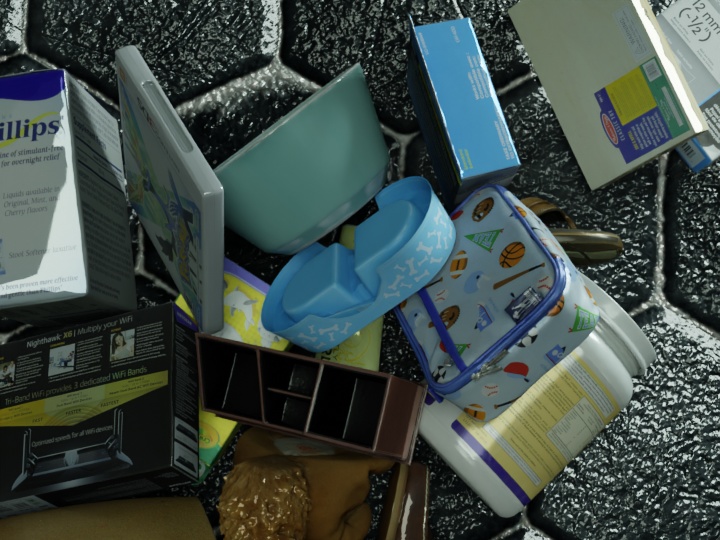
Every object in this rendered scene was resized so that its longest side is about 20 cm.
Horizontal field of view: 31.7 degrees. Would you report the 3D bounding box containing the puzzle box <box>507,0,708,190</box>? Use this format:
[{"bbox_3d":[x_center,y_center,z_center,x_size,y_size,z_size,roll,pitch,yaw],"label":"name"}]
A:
[{"bbox_3d":[0.229,-0.190,1.193,0.025,0.133,0.200,-18,82,-42],"label":"puzzle box"}]

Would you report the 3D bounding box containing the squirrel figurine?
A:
[{"bbox_3d":[-0.063,0.249,1.106,0.141,0.200,0.187,8,98,18],"label":"squirrel figurine"}]

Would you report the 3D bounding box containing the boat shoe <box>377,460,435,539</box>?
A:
[{"bbox_3d":[0.044,0.274,1.166,0.070,0.070,0.200,10,90,-2],"label":"boat shoe"}]

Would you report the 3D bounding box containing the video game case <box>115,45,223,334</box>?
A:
[{"bbox_3d":[-0.168,-0.067,1.120,0.022,0.200,0.182,-21,58,-20],"label":"video game case"}]

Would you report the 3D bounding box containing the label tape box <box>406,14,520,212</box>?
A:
[{"bbox_3d":[0.091,-0.144,1.146,0.063,0.200,0.144,-18,83,-1],"label":"label tape box"}]

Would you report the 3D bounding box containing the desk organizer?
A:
[{"bbox_3d":[-0.052,0.109,1.099,0.200,0.077,0.072,10,82,26],"label":"desk organizer"}]

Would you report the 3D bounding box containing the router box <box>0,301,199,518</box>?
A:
[{"bbox_3d":[-0.244,0.128,1.141,0.200,0.052,0.158,-13,60,18],"label":"router box"}]

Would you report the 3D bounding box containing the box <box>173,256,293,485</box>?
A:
[{"bbox_3d":[-0.148,0.093,1.201,0.117,0.048,0.200,32,86,5],"label":"box"}]

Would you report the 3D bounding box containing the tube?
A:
[{"bbox_3d":[-0.007,0.058,1.202,0.052,0.058,0.200,11,88,-41],"label":"tube"}]

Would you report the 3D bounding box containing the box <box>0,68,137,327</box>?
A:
[{"bbox_3d":[-0.282,-0.059,1.153,0.105,0.184,0.200,-7,83,2],"label":"box"}]

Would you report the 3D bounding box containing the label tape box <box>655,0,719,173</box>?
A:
[{"bbox_3d":[0.362,-0.211,1.218,0.200,0.066,0.143,-37,83,-1],"label":"label tape box"}]

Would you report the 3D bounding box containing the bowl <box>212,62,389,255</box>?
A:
[{"bbox_3d":[-0.052,-0.089,1.158,0.201,0.201,0.105,-38,99,-3],"label":"bowl"}]

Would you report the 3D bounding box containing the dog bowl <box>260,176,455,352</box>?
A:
[{"bbox_3d":[0.000,0.000,1.122,0.200,0.112,0.050,-35,119,22],"label":"dog bowl"}]

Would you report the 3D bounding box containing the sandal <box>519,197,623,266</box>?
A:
[{"bbox_3d":[0.149,-0.043,1.201,0.200,0.082,0.055,8,77,10],"label":"sandal"}]

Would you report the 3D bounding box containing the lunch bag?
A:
[{"bbox_3d":[0.104,0.028,1.077,0.160,0.200,0.076,-41,122,12],"label":"lunch bag"}]

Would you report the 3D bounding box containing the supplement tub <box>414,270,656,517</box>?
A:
[{"bbox_3d":[0.152,0.106,1.144,0.200,0.145,0.145,-43,84,-4],"label":"supplement tub"}]

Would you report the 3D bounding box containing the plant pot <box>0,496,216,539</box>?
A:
[{"bbox_3d":[-0.218,0.276,1.093,0.200,0.186,0.187,-19,83,-14],"label":"plant pot"}]
